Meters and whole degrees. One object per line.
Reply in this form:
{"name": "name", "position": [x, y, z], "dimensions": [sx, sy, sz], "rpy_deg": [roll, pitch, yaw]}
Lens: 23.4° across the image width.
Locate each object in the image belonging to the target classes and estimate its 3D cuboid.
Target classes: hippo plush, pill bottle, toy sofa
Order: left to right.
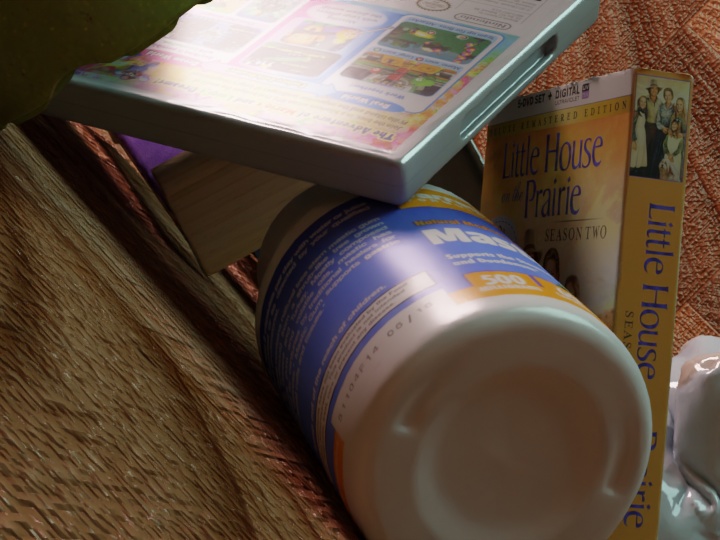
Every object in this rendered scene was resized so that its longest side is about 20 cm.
{"name": "toy sofa", "position": [-0.090, -0.090, 0.892], "dimensions": [0.200, 0.083, 0.098], "rpy_deg": [49, -14, 57]}
{"name": "pill bottle", "position": [0.022, 0.030, 0.671], "dimensions": [0.112, 0.112, 0.200], "rpy_deg": [44, 3, -27]}
{"name": "hippo plush", "position": [0.111, 0.108, 0.921], "dimensions": [0.160, 0.201, 0.159], "rpy_deg": [20, -16, -3]}

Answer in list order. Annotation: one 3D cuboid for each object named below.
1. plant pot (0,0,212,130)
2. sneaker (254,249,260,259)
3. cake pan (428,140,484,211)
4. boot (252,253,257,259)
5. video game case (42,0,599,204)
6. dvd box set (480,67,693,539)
{"name": "plant pot", "position": [-0.133, -0.158, 0.603], "dimensions": [0.190, 0.200, 0.200], "rpy_deg": [57, -1, -16]}
{"name": "sneaker", "position": [0.000, 0.000, 0.901], "dimensions": [0.070, 0.078, 0.201], "rpy_deg": [23, 32, -58]}
{"name": "cake pan", "position": [0.035, -0.040, 0.984], "dimensions": [0.201, 0.037, 0.200], "rpy_deg": [60, -9, 15]}
{"name": "boot", "position": [-0.019, -0.001, 1.081], "dimensions": [0.156, 0.073, 0.200], "rpy_deg": [55, -6, 32]}
{"name": "video game case", "position": [-0.023, -0.099, 0.758], "dimensions": [0.199, 0.182, 0.024], "rpy_deg": [16, -52, 27]}
{"name": "dvd box set", "position": [0.083, 0.025, 0.714], "dimensions": [0.029, 0.201, 0.146], "rpy_deg": [6, -2, -18]}
